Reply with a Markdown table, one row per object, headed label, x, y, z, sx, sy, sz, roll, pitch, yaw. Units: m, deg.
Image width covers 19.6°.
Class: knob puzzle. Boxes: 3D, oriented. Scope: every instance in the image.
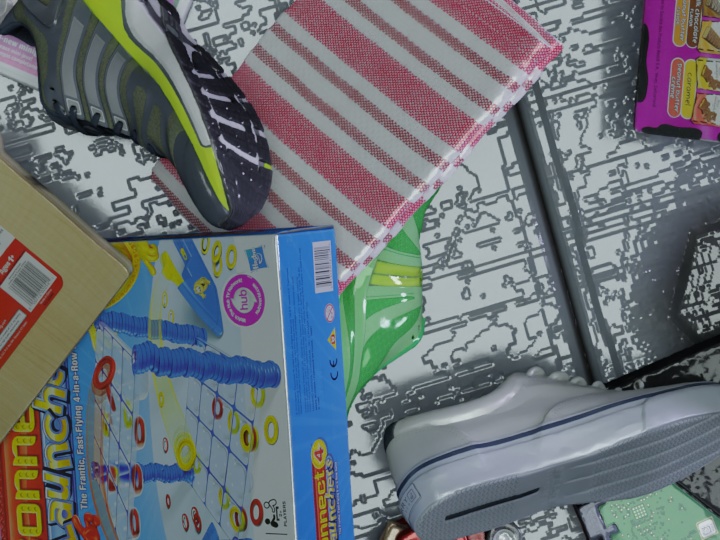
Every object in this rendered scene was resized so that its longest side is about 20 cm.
| label | x | y | z | sx | sy | sz | roll | pitch | yaw |
| --- | --- | --- | --- | --- | --- | --- | --- | --- | --- |
| knob puzzle | -0.239 | -0.004 | 1.076 | 0.218 | 0.030 | 0.222 | 5 | 110 | 13 |

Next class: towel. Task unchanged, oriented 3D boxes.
| label | x | y | z | sx | sy | sz | roll | pitch | yaw |
| --- | --- | --- | --- | --- | --- | --- | --- | --- | --- |
| towel | -0.004 | -0.081 | 1.101 | 0.200 | 0.030 | 0.146 | -49 | 55 | 1 |

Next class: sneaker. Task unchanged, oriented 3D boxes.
| label | x | y | z | sx | sy | sz | roll | pitch | yaw |
| --- | --- | --- | --- | --- | --- | --- | --- | --- | --- |
| sneaker | 0.107 | 0.081 | 1.094 | 0.198 | 0.073 | 0.071 | -11 | 53 | -19 |
| sneaker | 0.000 | 0.000 | 1.129 | 0.083 | 0.074 | 0.201 | 38 | 77 | -42 |
| sneaker | -0.116 | -0.089 | 1.072 | 0.081 | 0.074 | 0.200 | -43 | 60 | 14 |

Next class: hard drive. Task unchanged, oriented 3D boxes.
| label | x | y | z | sx | sy | sz | roll | pitch | yaw |
| --- | --- | --- | --- | --- | --- | --- | --- | --- | --- |
| hard drive | 0.214 | 0.105 | 1.155 | 0.199 | 0.038 | 0.141 | -24 | 93 | -3 |

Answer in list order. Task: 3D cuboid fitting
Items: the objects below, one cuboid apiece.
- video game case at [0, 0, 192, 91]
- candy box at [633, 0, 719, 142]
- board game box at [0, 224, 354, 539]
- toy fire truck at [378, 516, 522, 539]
| label | x | y | z | sx | sy | sz | roll | pitch | yaw |
| --- | --- | --- | --- | --- | --- | --- | --- | --- | --- |
| video game case | -0.148 | -0.195 | 1.129 | 0.142 | 0.018 | 0.201 | 22 | 90 | -4 |
| candy box | 0.250 | -0.130 | 1.088 | 0.198 | 0.061 | 0.138 | 9 | 105 | 22 |
| board game box | -0.101 | 0.081 | 1.074 | 0.194 | 0.056 | 0.202 | -3 | 92 | 32 |
| toy fire truck | 0.021 | 0.167 | 1.139 | 0.140 | 0.049 | 0.201 | -29 | 95 | -2 |
